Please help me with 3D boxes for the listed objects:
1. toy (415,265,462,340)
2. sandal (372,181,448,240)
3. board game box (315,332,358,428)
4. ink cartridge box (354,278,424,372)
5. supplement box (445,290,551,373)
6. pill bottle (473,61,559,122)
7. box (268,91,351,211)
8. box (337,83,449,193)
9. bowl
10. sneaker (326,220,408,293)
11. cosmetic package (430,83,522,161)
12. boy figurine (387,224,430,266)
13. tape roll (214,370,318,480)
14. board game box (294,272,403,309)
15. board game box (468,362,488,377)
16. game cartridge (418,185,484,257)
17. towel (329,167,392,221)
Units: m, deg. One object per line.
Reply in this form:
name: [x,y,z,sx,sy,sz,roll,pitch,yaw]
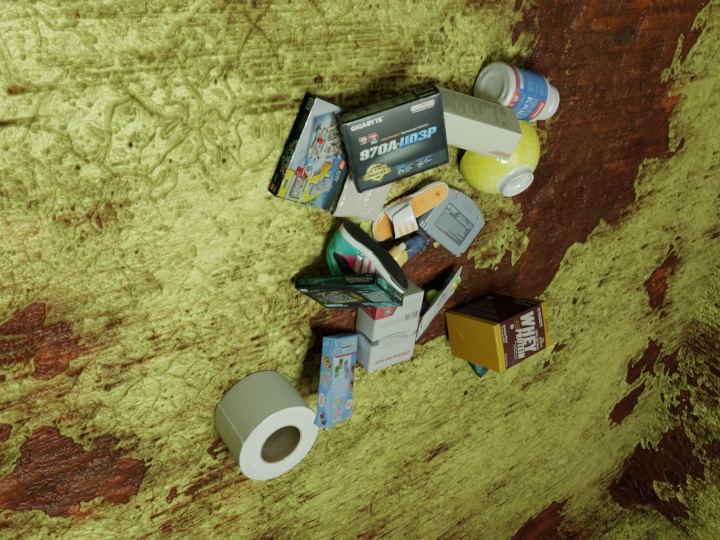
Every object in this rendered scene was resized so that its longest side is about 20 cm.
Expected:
toy: [0.190,0.075,1.611,0.200,0.047,0.116,-44,157,-33]
sandal: [0.120,-0.131,1.411,0.205,0.059,0.079,-33,132,-3]
board game box: [-0.053,0.252,1.463,0.151,0.036,0.203,6,88,-70]
ink cartridge box: [0.065,0.132,1.545,0.146,0.083,0.202,-14,126,-33]
supplement box: [0.378,0.161,1.721,0.198,0.197,0.134,-20,107,-29]
pill bottle: [0.358,-0.395,1.408,0.198,0.112,0.113,-2,119,-39]
box: [-0.081,-0.224,1.211,0.136,0.038,0.202,10,111,-44]
box: [0.067,-0.253,1.211,0.198,0.046,0.160,-19,132,-4]
bowl: [0.340,-0.238,1.449,0.198,0.109,0.201,-20,154,-10]
sneaker: [0.000,0.000,1.356,0.200,0.084,0.121,44,119,-8]
cosmetic package: [0.226,-0.306,1.296,0.198,0.106,0.071,14,134,-11]
boy figurine: [0.068,-0.022,1.448,0.199,0.065,0.125,-34,168,-16]
tape roll: [-0.213,0.351,1.423,0.201,0.139,0.205,-22,131,-28]
board game box: [-0.023,0.046,1.338,0.135,0.198,0.028,38,55,-53]
board game box: [0.412,0.226,1.928,0.200,0.028,0.135,-44,137,-5]
game cartridge: [0.227,-0.125,1.541,0.199,0.041,0.134,32,91,-47]
towel: [0.019,-0.200,1.316,0.131,0.034,0.202,4,116,-41]
